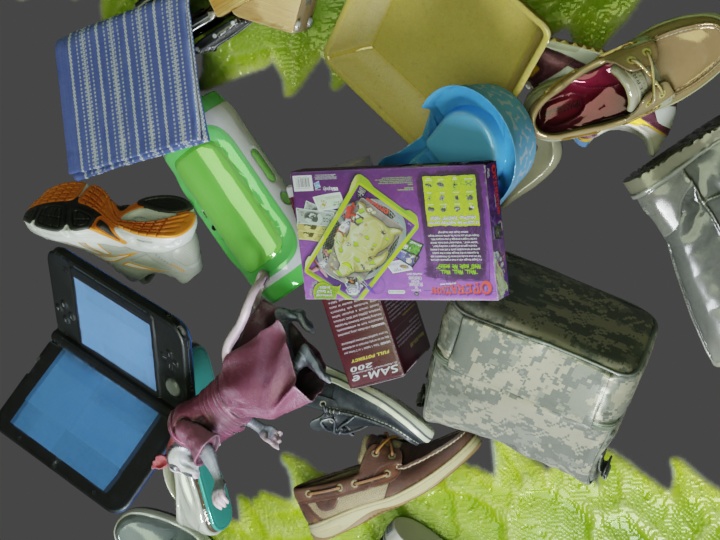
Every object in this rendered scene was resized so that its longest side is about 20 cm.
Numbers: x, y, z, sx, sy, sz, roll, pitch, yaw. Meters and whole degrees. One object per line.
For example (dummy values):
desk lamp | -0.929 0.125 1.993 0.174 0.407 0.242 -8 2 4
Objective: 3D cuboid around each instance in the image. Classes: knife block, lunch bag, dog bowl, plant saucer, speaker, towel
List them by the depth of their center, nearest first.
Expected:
dog bowl | 0.086 -0.089 1.508 0.112 0.049 0.200 51 137 13
plant saucer | 0.076 -0.210 1.529 0.200 0.048 0.201 45 134 18
lunch bag | 0.159 0.098 1.569 0.198 0.139 0.169 22 121 11
knife block | -0.122 -0.297 1.594 0.174 0.064 0.202 19 104 8
towel | -0.222 -0.173 1.612 0.199 0.024 0.146 -11 85 41
speaker | -0.113 -0.070 1.625 0.088 0.088 0.201 -34 92 16

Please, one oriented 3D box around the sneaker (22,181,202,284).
sneaker | -0.246 -0.027 1.672 0.198 0.076 0.093 10 136 26

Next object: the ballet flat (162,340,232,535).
ballet flat | -0.179 0.172 1.701 0.069 0.069 0.202 -6 100 14

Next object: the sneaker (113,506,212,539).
sneaker | -0.181 0.325 1.696 0.199 0.121 0.084 35 106 5

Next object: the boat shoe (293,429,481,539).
boat shoe | 0.023 0.194 1.654 0.199 0.072 0.072 -29 91 20

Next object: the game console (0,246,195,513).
game console | -0.265 0.104 1.634 0.199 0.118 0.172 28 136 32

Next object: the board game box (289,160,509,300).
board game box | 0.033 -0.034 1.488 0.198 0.032 0.121 0 99 30

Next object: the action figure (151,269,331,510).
action figure | -0.126 0.121 1.562 0.199 0.134 0.149 -36 96 13

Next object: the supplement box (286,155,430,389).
supplement box | 0.000 0.000 1.600 0.060 0.109 0.202 -16 96 19

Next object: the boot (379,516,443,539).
boot | 0.091 0.338 1.670 0.199 0.073 0.091 38 113 12

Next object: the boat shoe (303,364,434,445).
boat shoe | -0.020 0.132 1.639 0.198 0.075 0.063 22 86 19

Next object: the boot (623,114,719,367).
boot | 0.353 -0.038 1.533 0.181 0.073 0.201 -33 95 7

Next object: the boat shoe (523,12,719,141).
boat shoe | 0.236 -0.162 1.471 0.199 0.066 0.074 -27 100 14

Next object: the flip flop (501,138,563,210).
flip flop | 0.107 -0.069 1.585 0.200 0.058 0.081 -39 90 25

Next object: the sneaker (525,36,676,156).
sneaker | 0.191 -0.164 1.544 0.198 0.075 0.091 15 98 11
